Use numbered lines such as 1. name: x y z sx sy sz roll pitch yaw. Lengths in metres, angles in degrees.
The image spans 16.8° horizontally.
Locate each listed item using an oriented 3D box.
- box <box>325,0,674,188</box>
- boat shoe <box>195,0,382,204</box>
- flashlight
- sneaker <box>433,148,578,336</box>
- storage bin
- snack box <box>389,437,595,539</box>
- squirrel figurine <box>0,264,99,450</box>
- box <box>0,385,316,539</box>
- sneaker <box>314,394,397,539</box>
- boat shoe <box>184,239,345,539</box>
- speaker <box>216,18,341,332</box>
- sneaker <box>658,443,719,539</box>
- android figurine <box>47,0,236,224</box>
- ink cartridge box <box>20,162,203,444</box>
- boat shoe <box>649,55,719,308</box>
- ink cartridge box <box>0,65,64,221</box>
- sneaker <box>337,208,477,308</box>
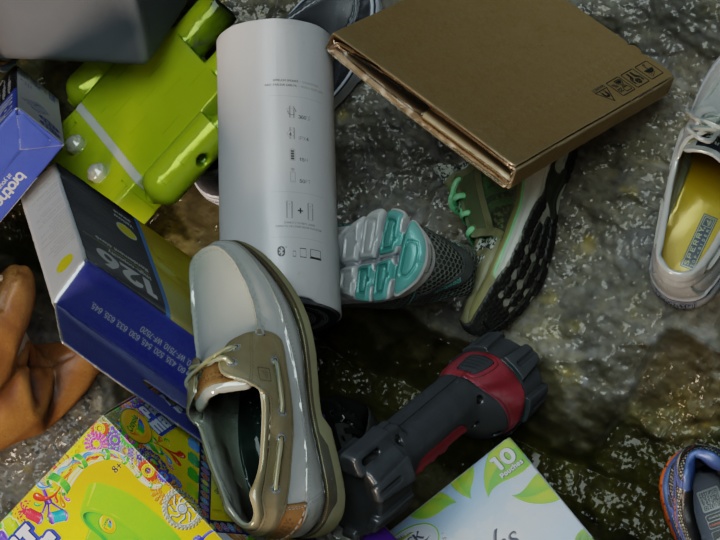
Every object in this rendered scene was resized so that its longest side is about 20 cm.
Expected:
1. box: 0.097 -0.140 1.659 0.163 0.021 0.200 38 41 21
2. boat shoe: -0.056 -0.139 1.747 0.072 0.068 0.200 36 80 19
3. flashlight: 0.047 0.109 1.586 0.068 0.068 0.200 52 43 1
4. sneaker: 0.091 -0.047 1.696 0.088 0.077 0.201 9 65 22
5. storage bin: -0.188 -0.238 1.729 0.134 0.146 0.200 8 45 18
6. snack box: 0.065 0.228 1.605 0.200 0.053 0.142 -38 67 -5
7. squirrel figurine: -0.299 0.067 1.651 0.141 0.187 0.200 35 80 19
8. box: -0.141 0.213 1.529 0.193 0.122 0.200 45 105 4
9. sneaker: -0.020 0.131 1.620 0.099 0.070 0.200 -39 44 -17
10. boat shoe: -0.070 0.070 1.506 0.075 0.068 0.201 -37 65 36
11. speaker: -0.055 -0.063 1.616 0.081 0.081 0.201 -5 72 8
12. sneaker: 0.247 0.199 1.572 0.075 0.078 0.201 -28 69 -1
13. android figurine: -0.154 -0.105 1.730 0.200 0.041 0.182 -45 41 4
14. ink cartridge box: -0.125 0.035 1.589 0.047 0.197 0.200 -46 30 9
15. boat shoe: 0.243 -0.079 1.666 0.074 0.086 0.203 21 76 16
16. ink cartridge box: -0.251 -0.081 1.688 0.044 0.200 0.094 40 95 -15
17. sneaker: 0.000 0.000 1.669 0.200 0.091 0.078 5 85 50
